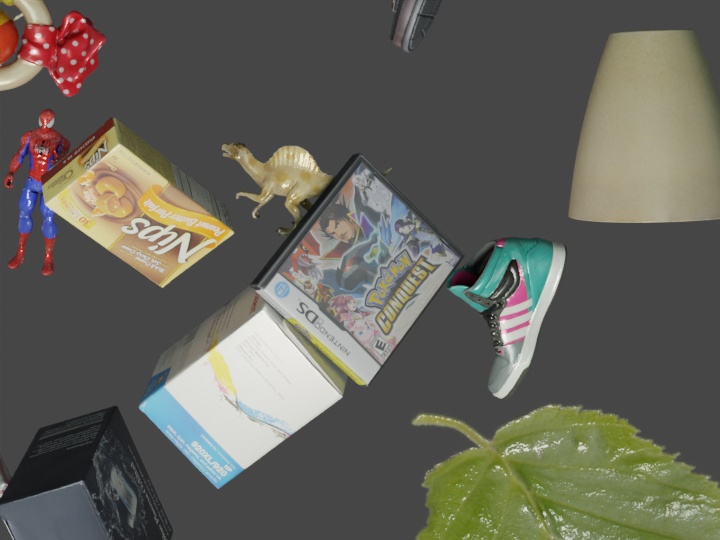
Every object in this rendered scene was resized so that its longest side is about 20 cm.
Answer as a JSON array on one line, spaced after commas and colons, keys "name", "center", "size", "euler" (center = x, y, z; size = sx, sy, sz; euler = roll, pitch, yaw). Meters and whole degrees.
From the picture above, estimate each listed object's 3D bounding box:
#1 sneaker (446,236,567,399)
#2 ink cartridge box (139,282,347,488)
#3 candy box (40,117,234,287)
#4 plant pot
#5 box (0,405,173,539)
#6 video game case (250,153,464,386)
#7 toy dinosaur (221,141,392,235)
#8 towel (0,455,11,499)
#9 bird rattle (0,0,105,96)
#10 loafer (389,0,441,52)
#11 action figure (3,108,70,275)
[{"name": "sneaker", "center": [0.154, 0.047, 1.760], "size": [0.121, 0.084, 0.200], "euler": [16, 104, -8]}, {"name": "ink cartridge box", "center": [-0.131, 0.123, 1.777], "size": [0.200, 0.147, 0.145], "euler": [-37, 104, 17]}, {"name": "candy box", "center": [-0.252, -0.074, 1.712], "size": [0.115, 0.055, 0.200], "euler": [-36, 135, 16]}, {"name": "plant pot", "center": [0.320, -0.159, 1.634], "size": [0.187, 0.187, 0.200], "euler": [-1, 97, 4]}, {"name": "box", "center": [-0.330, 0.305, 1.833], "size": [0.117, 0.200, 0.197], "euler": [-17, 110, 10]}, {"name": "video game case", "center": [0.000, 0.000, 1.718], "size": [0.181, 0.025, 0.200], "euler": [43, 73, -19]}, {"name": "toy dinosaur", "center": [-0.070, -0.094, 1.737], "size": [0.200, 0.058, 0.101], "euler": [12, 110, -1]}, {"name": "towel", "center": [-0.421, 0.326, 1.878], "size": [0.030, 0.146, 0.200], "euler": [-25, 109, -15]}, {"name": "bird rattle", "center": [-0.388, -0.270, 1.664], "size": [0.163, 0.113, 0.200], "euler": [-34, 116, -5]}, {"name": "loafer", "center": [0.067, -0.340, 1.635], "size": [0.063, 0.072, 0.200], "euler": [25, 106, 15]}, {"name": "action figure", "center": [-0.379, -0.086, 1.743], "size": [0.065, 0.099, 0.200], "euler": [10, 109, 0]}]
